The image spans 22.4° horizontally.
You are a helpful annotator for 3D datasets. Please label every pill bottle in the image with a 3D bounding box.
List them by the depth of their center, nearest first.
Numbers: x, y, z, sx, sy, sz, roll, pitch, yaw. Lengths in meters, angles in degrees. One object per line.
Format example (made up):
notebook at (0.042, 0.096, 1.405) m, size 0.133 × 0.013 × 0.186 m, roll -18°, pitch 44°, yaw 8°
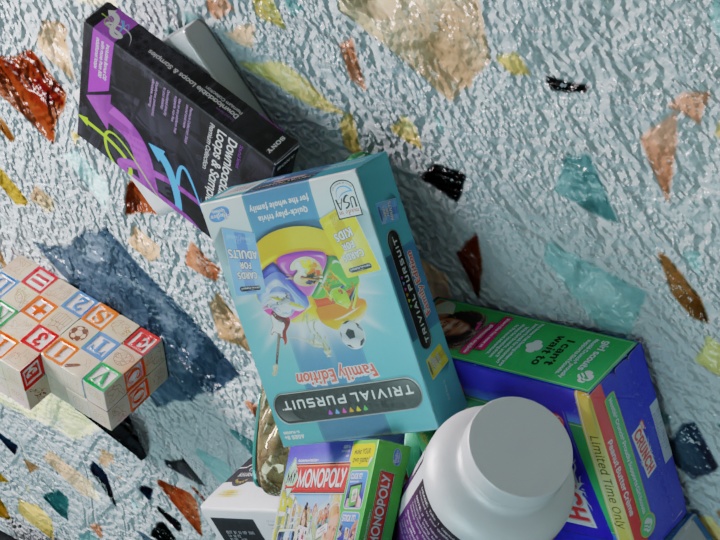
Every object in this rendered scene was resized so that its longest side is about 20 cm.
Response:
pill bottle at (0.086, 0.173, 1.319) m, size 0.112 × 0.112 × 0.201 m, roll 40°, pitch 147°, yaw 10°

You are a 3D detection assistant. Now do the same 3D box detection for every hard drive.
hard drive at (-0.149, -0.121, 1.497) m, size 0.199 × 0.026 × 0.132 m, roll -16°, pitch 112°, yaw 54°

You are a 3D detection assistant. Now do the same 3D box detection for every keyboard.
keyboard at (-0.305, 0.122, 1.939) m, size 0.199 × 0.040 × 0.104 m, roll 34°, pitch 168°, yaw 17°

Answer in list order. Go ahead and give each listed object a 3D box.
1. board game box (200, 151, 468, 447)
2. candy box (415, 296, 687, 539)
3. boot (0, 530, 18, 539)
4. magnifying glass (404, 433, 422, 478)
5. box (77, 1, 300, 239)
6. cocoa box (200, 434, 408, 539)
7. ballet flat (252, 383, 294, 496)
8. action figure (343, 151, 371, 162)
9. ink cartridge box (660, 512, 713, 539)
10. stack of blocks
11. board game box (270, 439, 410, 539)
board game box at (-0.021, 0.025, 1.354) m, size 0.150 × 0.047 × 0.202 m, roll -10°, pitch 103°, yaw 37°
candy box at (0.133, 0.121, 1.384) m, size 0.199 × 0.077 × 0.170 m, roll 10°, pitch 131°, yaw 41°
boot at (-0.403, 0.424, 2.314) m, size 0.167 × 0.076 × 0.202 m, roll 6°, pitch 123°, yaw 41°
magnifying glass at (0.084, 0.190, 1.529) m, size 0.022 × 0.080 × 0.201 m, roll -5°, pitch 134°, yaw 31°
box at (-0.141, -0.105, 1.449) m, size 0.199 × 0.036 × 0.144 m, roll 36°, pitch 146°, yaw 14°
cocoa box at (-0.016, 0.221, 1.610) m, size 0.199 × 0.131 × 0.134 m, roll -7°, pitch 119°, yaw 51°
ballet flat at (-0.056, 0.089, 1.539) m, size 0.065 × 0.070 × 0.202 m, roll -1°, pitch 93°, yaw 19°
action figure at (0.000, 0.000, 1.411) m, size 0.118 × 0.054 × 0.202 m, roll -120°, pitch 26°, yaw -55°
ink cartridge box at (0.197, 0.298, 1.435) m, size 0.147 × 0.146 × 0.199 m, roll 55°, pitch 146°, yaw -13°
stack of blocks at (-0.303, 0.078, 1.802) m, size 0.199 × 0.115 × 0.059 m, roll 27°, pitch 143°, yaw 26°
board game box at (-0.024, 0.201, 1.404) m, size 0.029 × 0.136 × 0.200 m, roll 15°, pitch 168°, yaw -19°
